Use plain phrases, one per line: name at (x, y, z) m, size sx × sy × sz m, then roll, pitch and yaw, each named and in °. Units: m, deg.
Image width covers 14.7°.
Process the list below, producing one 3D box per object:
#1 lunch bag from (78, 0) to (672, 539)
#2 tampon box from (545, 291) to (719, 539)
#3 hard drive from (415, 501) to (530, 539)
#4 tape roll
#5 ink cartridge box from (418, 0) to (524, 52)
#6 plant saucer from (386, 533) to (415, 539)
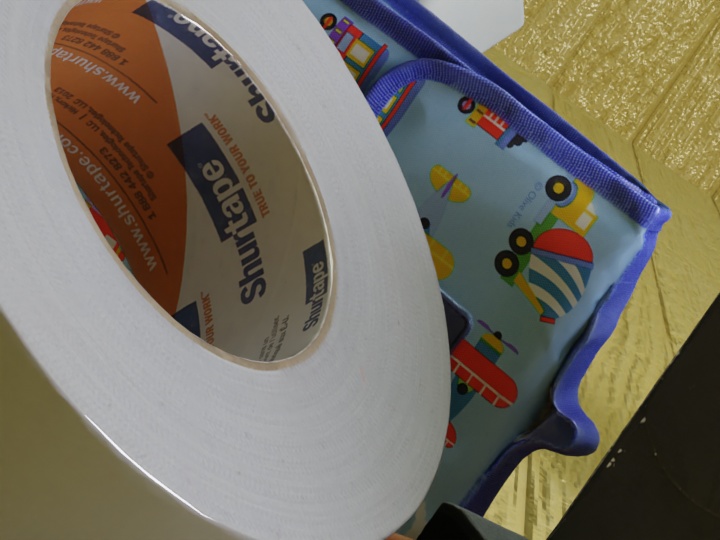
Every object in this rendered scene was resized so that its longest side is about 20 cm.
lunch bag at (0.000, 0.000, 0.871) m, size 0.200 × 0.151 × 0.094 m, roll 40°, pitch 12°, yaw 29°
tampon box at (0.180, 0.090, 0.730) m, size 0.200 × 0.126 × 0.150 m, roll 27°, pitch 12°, yaw -39°
hard drive at (0.112, 0.140, 0.740) m, size 0.200 × 0.033 × 0.140 m, roll 28°, pitch 12°, yaw -35°
tape roll at (-0.064, -0.010, 0.695) m, size 0.200 × 0.066 × 0.201 m, roll 39°, pitch 34°, yaw -34°
ink cartridge box at (-0.032, -0.113, 0.983) m, size 0.044 × 0.200 × 0.174 m, roll 40°, pitch -27°, yaw 34°
plant saucer at (0.057, 0.140, 0.747) m, size 0.200 × 0.032 × 0.200 m, roll 34°, pitch 9°, yaw -6°
